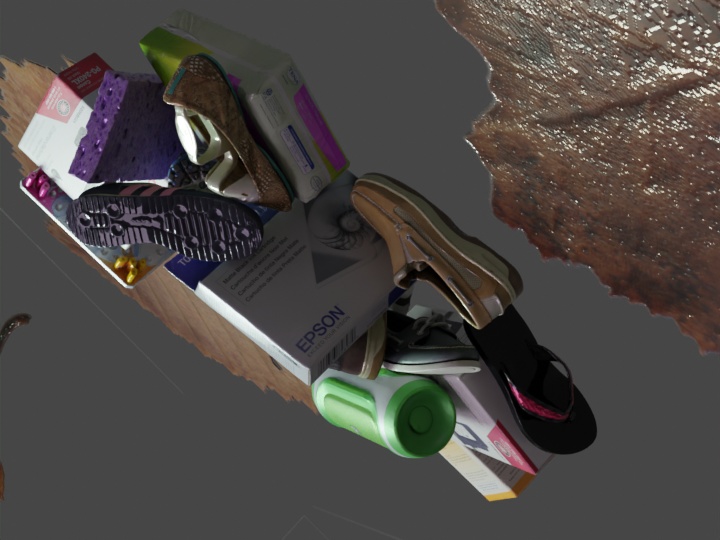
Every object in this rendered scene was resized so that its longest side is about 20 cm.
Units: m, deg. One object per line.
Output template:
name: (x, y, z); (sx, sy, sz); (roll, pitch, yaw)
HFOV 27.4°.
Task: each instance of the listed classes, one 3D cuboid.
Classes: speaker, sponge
speaker: (0.022, 0.140, 1.556); (0.089, 0.088, 0.200); (50, 165, -22)
sponge: (-0.223, -0.147, 1.522); (0.030, 0.112, 0.200); (25, -168, 14)

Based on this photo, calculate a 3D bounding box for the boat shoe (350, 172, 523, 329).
boat shoe: (0.055, -0.018, 1.379); (0.200, 0.076, 0.072); (36, 164, 29)

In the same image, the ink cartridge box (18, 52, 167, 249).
ink cartridge box: (-0.314, -0.148, 1.864); (0.200, 0.083, 0.145); (43, 131, 3)

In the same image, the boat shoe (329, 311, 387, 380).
boat shoe: (-0.012, 0.020, 1.483); (0.066, 0.202, 0.072); (9, 138, -16)

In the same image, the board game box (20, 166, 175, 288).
board game box: (-0.314, -0.096, 1.949); (0.200, 0.200, 0.026); (43, 133, 2)

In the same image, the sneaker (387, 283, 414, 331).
sneaker: (0.000, 0.000, 1.623); (0.073, 0.080, 0.200); (4, -151, -38)

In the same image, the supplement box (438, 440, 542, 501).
supplement box: (0.120, 0.177, 1.747); (0.200, 0.074, 0.126); (44, 166, 0)

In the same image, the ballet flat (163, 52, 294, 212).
ballet flat: (-0.127, -0.111, 1.362); (0.070, 0.065, 0.200); (23, 153, 44)

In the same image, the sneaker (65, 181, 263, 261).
sneaker: (-0.181, -0.058, 1.435); (0.199, 0.082, 0.071); (9, 114, 14)

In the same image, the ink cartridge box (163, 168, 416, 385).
ink cartridge box: (-0.057, -0.016, 1.441); (0.200, 0.200, 0.041); (36, 153, 20)

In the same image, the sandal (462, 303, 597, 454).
sandal: (0.170, 0.106, 1.430); (0.200, 0.075, 0.045); (53, 154, -21)

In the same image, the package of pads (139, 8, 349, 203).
package of pads: (-0.111, -0.161, 1.444); (0.200, 0.068, 0.155); (31, 159, 43)

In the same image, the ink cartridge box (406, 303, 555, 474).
ink cartridge box: (0.121, 0.121, 1.568); (0.145, 0.084, 0.200); (51, 164, -21)

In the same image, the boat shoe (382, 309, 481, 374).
boat shoe: (0.056, 0.069, 1.459); (0.072, 0.062, 0.200); (4, 179, -24)

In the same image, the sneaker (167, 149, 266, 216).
sneaker: (-0.107, -0.090, 1.566); (0.199, 0.077, 0.085); (18, -162, -16)

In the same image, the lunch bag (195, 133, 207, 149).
lunch bag: (-0.154, -0.104, 1.706); (0.160, 0.076, 0.200); (34, 163, 27)
